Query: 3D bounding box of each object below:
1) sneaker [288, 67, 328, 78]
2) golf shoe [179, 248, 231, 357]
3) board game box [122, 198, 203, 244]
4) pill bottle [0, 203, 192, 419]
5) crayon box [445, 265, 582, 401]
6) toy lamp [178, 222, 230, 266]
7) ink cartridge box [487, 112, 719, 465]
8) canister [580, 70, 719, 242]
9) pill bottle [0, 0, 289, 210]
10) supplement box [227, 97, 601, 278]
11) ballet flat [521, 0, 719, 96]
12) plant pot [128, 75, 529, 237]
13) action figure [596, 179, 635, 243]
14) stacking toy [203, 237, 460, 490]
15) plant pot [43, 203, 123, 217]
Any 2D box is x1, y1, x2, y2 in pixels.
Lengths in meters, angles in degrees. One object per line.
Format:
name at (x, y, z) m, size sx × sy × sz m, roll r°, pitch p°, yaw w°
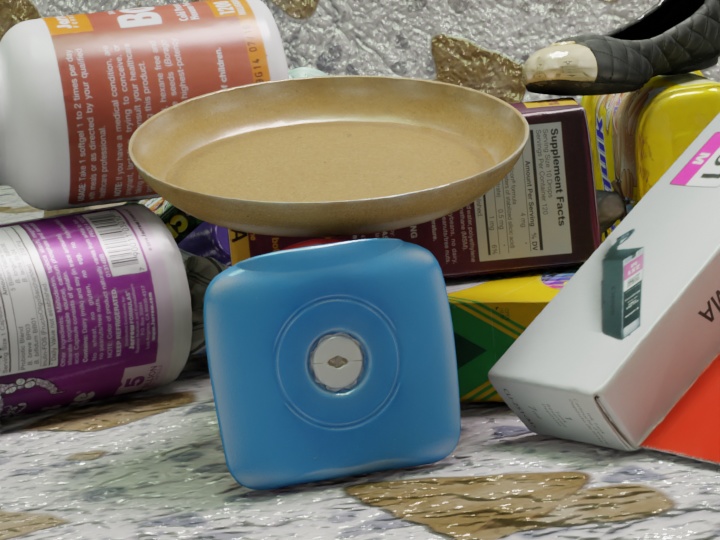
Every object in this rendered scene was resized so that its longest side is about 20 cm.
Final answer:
sneaker at (-0.031, -0.088, 1.639) m, size 0.199 × 0.119 × 0.074 m, roll 4°, pitch -25°, yaw 41°
golf shoe at (-0.095, 0.027, 1.559) m, size 0.097 × 0.079 × 0.200 m, roll 11°, pitch 3°, yaw -23°
board game box at (-0.155, -0.011, 1.549) m, size 0.200 × 0.023 × 0.105 m, roll -41°, pitch 20°, yaw -1°
pill bottle at (-0.206, 0.029, 1.403) m, size 0.199 × 0.113 × 0.112 m, roll -10°, pitch 8°, yaw -27°
crayon box at (0.092, 0.025, 1.349) m, size 0.172 × 0.059 × 0.200 m, roll -3°, pitch 8°, yaw 31°
toy lamp at (-0.148, -0.006, 1.688) m, size 0.058 × 0.059 × 0.199 m, roll -14°, pitch -1°, yaw -44°
ink cartridge box at (0.176, 0.002, 1.135) m, size 0.200 × 0.044 × 0.173 m, roll -47°, pitch 22°, yaw -19°
canister at (0.196, -0.054, 1.524) m, size 0.086 × 0.150 × 0.200 m, roll -7°, pitch 9°, yaw -3°
pill bottle at (-0.147, -0.096, 1.435) m, size 0.199 × 0.113 × 0.112 m, roll -8°, pitch 7°, yaw -15°
supplement box at (0.028, -0.042, 1.352) m, size 0.198 × 0.086 × 0.110 m, roll -6°, pitch 7°, yaw 2°
ballet flat at (0.152, -0.135, 1.433) m, size 0.066 × 0.057 × 0.200 m, roll 3°, pitch 14°, yaw 35°
plant pot at (-0.015, -0.056, 1.218) m, size 0.198 × 0.028 × 0.200 m, roll -3°, pitch 22°, yaw 1°
action figure at (0.105, -0.026, 1.509) m, size 0.069 × 0.131 × 0.200 m, roll -8°, pitch -5°, yaw -33°
stacking toy at (-0.025, 0.038, 1.213) m, size 0.115 × 0.111 × 0.200 m, roll -8°, pitch 3°, yaw -8°
plant pot at (-0.150, -0.069, 1.911) m, size 0.183 × 0.202 × 0.200 m, roll -23°, pitch 13°, yaw -23°
